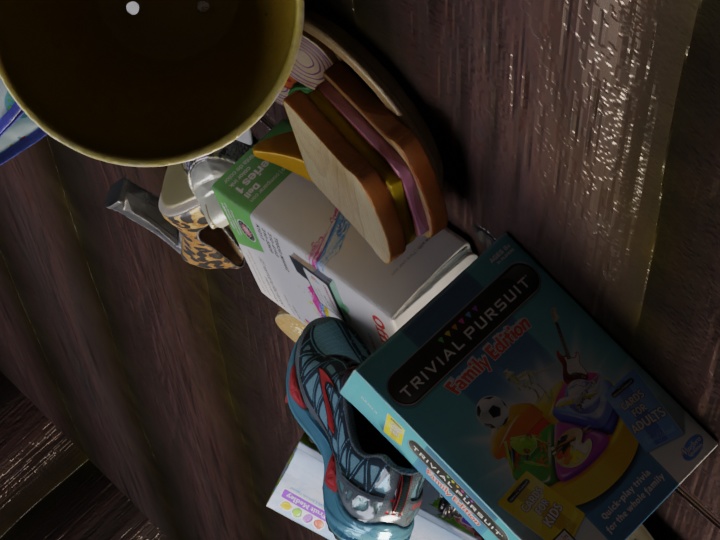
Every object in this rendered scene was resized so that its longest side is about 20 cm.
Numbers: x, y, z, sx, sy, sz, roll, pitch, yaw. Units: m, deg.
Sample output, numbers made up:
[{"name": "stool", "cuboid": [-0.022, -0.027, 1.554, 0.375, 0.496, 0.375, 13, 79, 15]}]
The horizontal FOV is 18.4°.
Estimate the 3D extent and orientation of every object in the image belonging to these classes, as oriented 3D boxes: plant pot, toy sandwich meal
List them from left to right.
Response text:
[{"name": "plant pot", "cuboid": [-0.131, -0.177, 1.431, 0.200, 0.200, 0.142, 50, -170, -8]}, {"name": "toy sandwich meal", "cuboid": [-0.019, -0.090, 1.504, 0.205, 0.070, 0.205, 43, 163, 16]}]

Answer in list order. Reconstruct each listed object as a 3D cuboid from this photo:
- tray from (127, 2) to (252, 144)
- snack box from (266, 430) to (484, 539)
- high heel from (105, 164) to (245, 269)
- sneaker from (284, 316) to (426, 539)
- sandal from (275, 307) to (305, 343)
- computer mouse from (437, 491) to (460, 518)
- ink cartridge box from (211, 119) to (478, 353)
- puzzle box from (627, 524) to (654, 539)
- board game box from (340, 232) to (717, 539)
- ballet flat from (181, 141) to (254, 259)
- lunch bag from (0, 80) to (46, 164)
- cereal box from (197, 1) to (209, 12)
[{"name": "tray", "cuboid": [-0.158, -0.170, 1.618, 0.200, 0.022, 0.107, 41, 161, 19]}, {"name": "snack box", "cuboid": [0.040, 0.149, 1.648, 0.168, 0.068, 0.200, 29, -157, 4]}, {"name": "high heel", "cuboid": [-0.116, -0.047, 1.923, 0.142, 0.072, 0.200, 30, 160, -30]}, {"name": "sneaker", "cuboid": [0.009, 0.095, 1.529, 0.200, 0.079, 0.096, -111, 34, -42]}, {"name": "sandal", "cuboid": [0.010, 0.108, 1.796, 0.212, 0.070, 0.078, 35, 155, -13]}, {"name": "computer mouse", "cuboid": [0.112, 0.131, 1.550, 0.044, 0.110, 0.200, -21, 154, 34]}, {"name": "ink cartridge box", "cuboid": [0.000, 0.000, 1.642, 0.200, 0.084, 0.145, 36, 161, 33]}, {"name": "puzzle box", "cuboid": [0.202, 0.228, 1.708, 0.200, 0.025, 0.133, 54, 165, 12]}, {"name": "board game box", "cuboid": [0.111, 0.097, 1.458, 0.200, 0.151, 0.047, 45, 155, 7]}, {"name": "ballet flat", "cuboid": [-0.087, -0.044, 1.785, 0.200, 0.072, 0.072, 51, 164, -18]}, {"name": "lunch bag", "cuboid": [-0.297, -0.187, 1.760, 0.170, 0.200, 0.127, 45, 164, 12]}, {"name": "cereal box", "cuboid": [-0.153, -0.204, 1.637, 0.200, 0.040, 0.144, 48, 164, -3]}]
